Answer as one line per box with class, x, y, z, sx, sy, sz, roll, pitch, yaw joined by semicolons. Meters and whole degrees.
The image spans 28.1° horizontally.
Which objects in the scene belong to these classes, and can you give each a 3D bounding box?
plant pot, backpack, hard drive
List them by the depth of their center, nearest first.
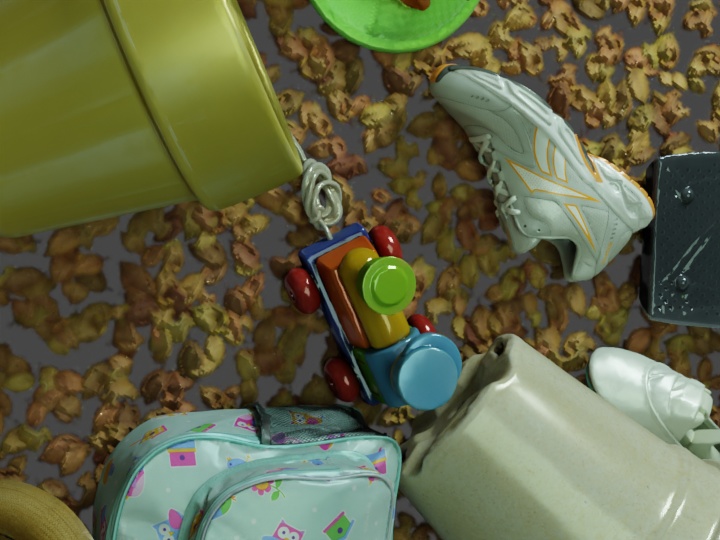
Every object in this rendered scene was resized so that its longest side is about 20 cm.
plant pot;-0.157;-0.116;0.878;0.187;0.201;0.202;-22;102;1
backpack;-0.076;0.180;0.948;0.198;0.153;0.178;5;99;-12
plant pot;0.126;0.153;1.002;0.183;0.200;0.201;42;82;-5
hard drive;0.306;-0.024;1.108;0.198;0.042;0.136;0;95;-18

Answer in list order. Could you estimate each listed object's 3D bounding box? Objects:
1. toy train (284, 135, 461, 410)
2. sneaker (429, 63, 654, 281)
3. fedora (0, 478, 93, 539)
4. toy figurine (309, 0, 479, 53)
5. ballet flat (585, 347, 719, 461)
toy train;0.000;0.000;0.971;0.084;0.116;0.201;-27;103;-14
sneaker;0.118;-0.065;1.029;0.199;0.076;0.092;37;88;-17
fedora;-0.228;0.234;0.917;0.199;0.082;0.203;-2;81;16
toy figurine;0.031;-0.236;0.923;0.199;0.184;0.151;36;84;-17
ballet flat;0.253;0.122;1.088;0.069;0.069;0.200;-47;108;-9
